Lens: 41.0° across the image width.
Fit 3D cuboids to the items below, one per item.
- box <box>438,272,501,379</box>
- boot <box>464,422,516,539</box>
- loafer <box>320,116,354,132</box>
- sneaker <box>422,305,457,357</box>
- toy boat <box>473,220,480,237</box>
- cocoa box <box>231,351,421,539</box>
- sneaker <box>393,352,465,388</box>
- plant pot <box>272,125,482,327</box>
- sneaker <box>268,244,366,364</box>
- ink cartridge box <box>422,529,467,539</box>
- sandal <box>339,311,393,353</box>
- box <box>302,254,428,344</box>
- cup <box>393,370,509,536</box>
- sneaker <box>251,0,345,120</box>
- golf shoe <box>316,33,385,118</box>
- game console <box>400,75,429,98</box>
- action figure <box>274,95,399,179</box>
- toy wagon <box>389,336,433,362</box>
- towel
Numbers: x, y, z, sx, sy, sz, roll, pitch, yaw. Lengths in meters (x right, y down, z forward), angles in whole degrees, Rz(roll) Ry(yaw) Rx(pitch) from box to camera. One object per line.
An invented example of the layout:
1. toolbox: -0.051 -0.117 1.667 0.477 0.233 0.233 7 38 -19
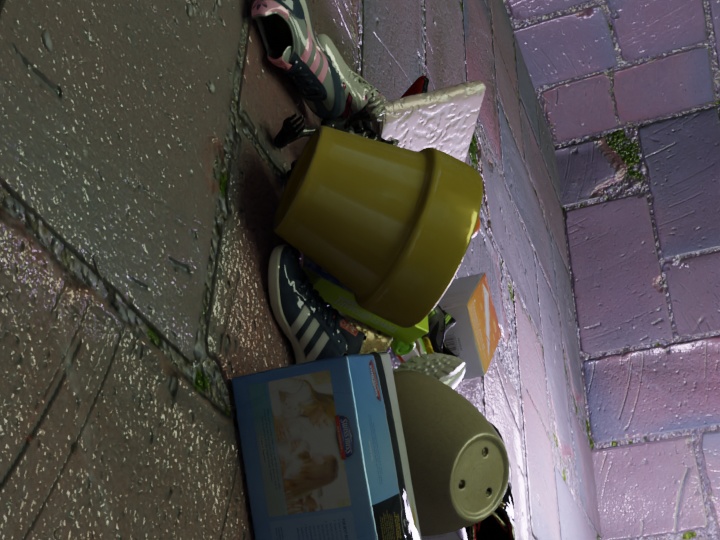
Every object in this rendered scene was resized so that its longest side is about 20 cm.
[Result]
1. box: 0.169 0.096 1.648 0.200 0.096 0.126 -46 121 -68
2. boot: 0.169 0.295 1.255 0.154 0.072 0.207 72 16 -76
3. loafer: -0.021 -0.108 1.299 0.070 0.068 0.204 1 78 -36
4. sneaker: 0.107 0.068 1.508 0.071 0.082 0.202 -51 126 -66
5. toy boat: 0.104 -0.064 1.354 0.201 0.129 0.132 87 4 -60
6. cocoa box: -0.032 0.192 0.962 0.131 0.132 0.203 9 70 -69
7. sneaker: 0.066 0.179 1.267 0.199 0.076 0.082 -31 116 -33
8. plant pot: 0.010 -0.063 1.086 0.187 0.201 0.202 24 41 -13
9. sneaker: -0.041 0.061 1.091 0.075 0.083 0.202 -55 130 -65
10. ink cartridge box: 0.117 0.337 1.372 0.148 0.082 0.201 -83 154 -42
11. sandal: 0.015 0.091 1.252 0.212 0.069 0.079 53 31 -51
12. box: 0.000 0.000 1.207 0.199 0.048 0.123 28 45 -30
13. cup: 0.093 0.231 1.149 0.198 0.142 0.204 -5 97 -39
14. sneaker: -0.084 -0.265 1.222 0.082 0.069 0.201 -59 133 -40
15. golf shoe: -0.011 -0.250 1.359 0.073 0.091 0.201 -78 148 -49
16. game console: 0.080 -0.184 1.542 0.118 0.172 0.201 36 34 -15
17. action figure: -0.006 -0.151 1.209 0.198 0.101 0.121 -10 91 -44
18. toy wagon: 0.057 0.077 1.382 0.200 0.039 0.156 55 13 -51
19. towel: 0.084 -0.176 1.396 0.198 0.032 0.193 -21 140 -35
